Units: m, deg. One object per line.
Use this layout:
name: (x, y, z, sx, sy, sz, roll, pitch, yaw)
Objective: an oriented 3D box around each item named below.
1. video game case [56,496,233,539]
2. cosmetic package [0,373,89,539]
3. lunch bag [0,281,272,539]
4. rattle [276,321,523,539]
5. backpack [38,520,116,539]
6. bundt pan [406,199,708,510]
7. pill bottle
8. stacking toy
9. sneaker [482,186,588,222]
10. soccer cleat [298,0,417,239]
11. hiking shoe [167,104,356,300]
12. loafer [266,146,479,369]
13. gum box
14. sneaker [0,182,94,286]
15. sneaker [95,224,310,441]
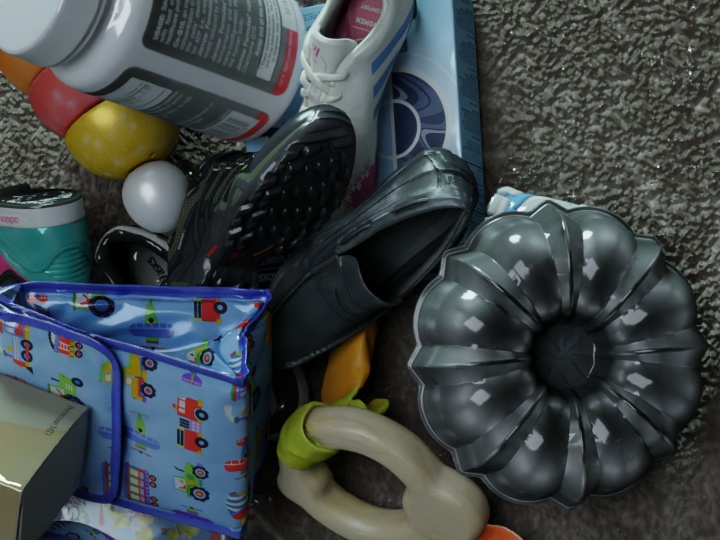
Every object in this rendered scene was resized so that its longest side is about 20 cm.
video game case: (-0.186, 0.193, 1.684, 0.198, 0.017, 0.144, -4, 81, 19)
cosmetic package: (-0.289, 0.109, 1.528, 0.198, 0.105, 0.072, 18, 126, 11)
lunch bag: (-0.164, 0.082, 1.566, 0.198, 0.151, 0.094, 9, 41, 7)
rattle: (0.051, 0.131, 1.590, 0.198, 0.143, 0.131, 19, 124, 12)
backpack: (-0.183, 0.257, 1.577, 0.199, 0.135, 0.183, 37, 130, 6)
bundt pan: (0.132, 0.054, 1.485, 0.200, 0.076, 0.204, 0, 88, -5)
pill bottle: (-0.143, -0.166, 1.574, 0.113, 0.199, 0.115, -19, 63, 43)
stacking toy: (-0.178, -0.115, 1.678, 0.145, 0.146, 0.201, -29, 76, 19)
sneaker: (0.120, 0.045, 1.547, 0.086, 0.075, 0.202, 4, 85, 20)
soccer cleat: (-0.020, -0.118, 1.578, 0.069, 0.086, 0.202, 15, 89, 26)
hiking shoe: (-0.079, -0.054, 1.560, 0.200, 0.075, 0.101, -49, 47, 31)
loafer: (0.000, 0.000, 1.553, 0.200, 0.068, 0.071, -43, 26, 21)
gum box: (0.002, -0.090, 1.636, 0.168, 0.044, 0.202, -8, 79, 25)
sneaker: (-0.248, 0.001, 1.712, 0.200, 0.083, 0.122, 9, 109, 62)
sneaker: (-0.120, 0.045, 1.653, 0.200, 0.088, 0.076, 45, 100, 22)
